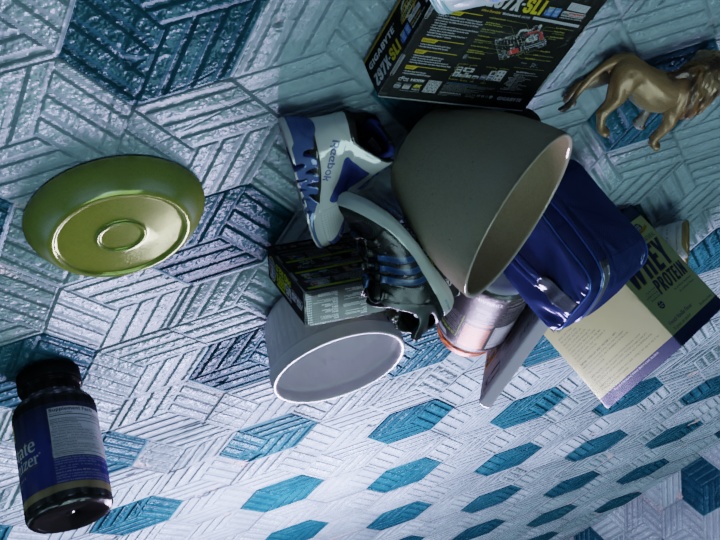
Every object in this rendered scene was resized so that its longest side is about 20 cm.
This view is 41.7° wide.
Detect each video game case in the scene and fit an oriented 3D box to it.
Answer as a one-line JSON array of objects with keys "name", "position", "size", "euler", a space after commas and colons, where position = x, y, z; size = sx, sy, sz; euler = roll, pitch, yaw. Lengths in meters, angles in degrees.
[{"name": "video game case", "position": [0.239, 0.080, 1.414], "size": [0.023, 0.183, 0.202], "euler": [25, 126, -4]}]

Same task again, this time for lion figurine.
[{"name": "lion figurine", "position": [0.332, -0.212, 1.095], "size": [0.196, 0.073, 0.123], "euler": [3, 137, -30]}]

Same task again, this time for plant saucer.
[{"name": "plant saucer", "position": [-0.261, -0.048, 1.023], "size": [0.196, 0.032, 0.201], "euler": [-17, 151, -9]}]

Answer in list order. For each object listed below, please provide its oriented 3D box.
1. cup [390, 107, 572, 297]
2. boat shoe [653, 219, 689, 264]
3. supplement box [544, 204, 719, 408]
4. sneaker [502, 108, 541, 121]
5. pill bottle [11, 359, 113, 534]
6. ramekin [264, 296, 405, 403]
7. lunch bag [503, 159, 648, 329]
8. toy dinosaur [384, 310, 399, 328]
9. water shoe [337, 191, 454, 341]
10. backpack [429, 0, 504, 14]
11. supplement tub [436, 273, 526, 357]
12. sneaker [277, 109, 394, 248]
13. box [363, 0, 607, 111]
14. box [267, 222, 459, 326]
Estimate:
[{"name": "cup", "position": [0.117, -0.095, 1.025], "size": [0.200, 0.142, 0.202], "euler": [-46, 159, -23]}, {"name": "boat shoe", "position": [0.493, -0.039, 1.518], "size": [0.068, 0.072, 0.200], "euler": [0, 166, 19]}, {"name": "supplement box", "position": [0.391, 0.056, 1.424], "size": [0.133, 0.200, 0.201], "euler": [-30, 162, -36]}, {"name": "sneaker", "position": [0.136, -0.123, 1.136], "size": [0.200, 0.072, 0.073], "euler": [-43, -174, 22]}, {"name": "pill bottle", "position": [-0.391, 0.225, 1.227], "size": [0.110, 0.203, 0.113], "euler": [-16, 152, -9]}, {"name": "ramekin", "position": [-0.043, 0.094, 1.337], "size": [0.196, 0.107, 0.201], "euler": [-16, 152, -9]}, {"name": "lunch bag", "position": [0.248, -0.038, 1.216], "size": [0.131, 0.201, 0.137], "euler": [-25, 156, -32]}, {"name": "toy dinosaur", "position": [0.035, 0.040, 1.267], "size": [0.048, 0.088, 0.199], "euler": [-49, 161, 23]}, {"name": "water shoe", "position": [0.030, 0.001, 1.025], "size": [0.079, 0.071, 0.200], "euler": [-49, 122, -9]}, {"name": "backpack", "position": [0.058, -0.284, 0.677], "size": [0.151, 0.180, 0.199], "euler": [-14, 158, 25]}, {"name": "supplement tub", "position": [0.177, 0.037, 1.366], "size": [0.120, 0.124, 0.201], "euler": [-11, 151, -17]}, {"name": "sneaker", "position": [-0.016, -0.105, 1.033], "size": [0.113, 0.082, 0.201], "euler": [-17, 150, -2]}, {"name": "box", "position": [0.123, -0.236, 0.935], "size": [0.196, 0.050, 0.160], "euler": [-2, 144, -31]}, {"name": "box", "position": [0.000, 0.000, 1.151], "size": [0.196, 0.160, 0.045], "euler": [-11, 115, -19]}]
